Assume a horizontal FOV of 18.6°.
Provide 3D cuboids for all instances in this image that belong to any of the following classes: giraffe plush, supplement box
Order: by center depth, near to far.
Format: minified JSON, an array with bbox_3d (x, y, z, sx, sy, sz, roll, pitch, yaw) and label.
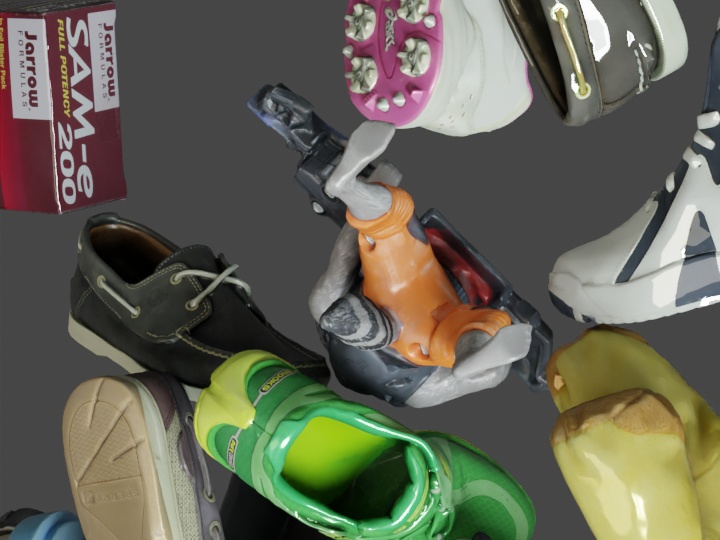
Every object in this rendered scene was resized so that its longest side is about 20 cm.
[{"bbox_3d":[0.186,0.092,0.919,0.162,0.201,0.173,-28,126,12],"label":"giraffe plush"},{"bbox_3d":[-0.224,-0.094,1.207,0.199,0.061,0.110,5,105,33],"label":"supplement box"}]

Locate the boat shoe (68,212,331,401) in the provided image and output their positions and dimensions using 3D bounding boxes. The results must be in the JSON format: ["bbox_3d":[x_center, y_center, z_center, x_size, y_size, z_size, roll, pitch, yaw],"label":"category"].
[{"bbox_3d":[-0.085,0.023,1.113,0.200,0.071,0.068,24,110,49],"label":"boat shoe"}]

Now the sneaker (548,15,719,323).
[{"bbox_3d":[0.159,-0.055,0.941,0.198,0.079,0.130,-15,88,41],"label":"sneaker"}]

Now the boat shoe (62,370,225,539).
[{"bbox_3d":[-0.090,0.145,1.045,0.072,0.065,0.201,-10,93,40],"label":"boat shoe"}]

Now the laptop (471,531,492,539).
[{"bbox_3d":[0.060,0.254,0.967,0.200,0.103,0.178,42,121,22],"label":"laptop"}]

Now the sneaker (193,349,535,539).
[{"bbox_3d":[0.009,0.104,1.018,0.074,0.199,0.084,-60,37,5],"label":"sneaker"}]

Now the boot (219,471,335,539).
[{"bbox_3d":[-0.074,0.142,1.155,0.164,0.066,0.201,29,123,13],"label":"boot"}]

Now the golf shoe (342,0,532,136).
[{"bbox_3d":[0.046,-0.157,1.001,0.075,0.091,0.201,1,81,50],"label":"golf shoe"}]

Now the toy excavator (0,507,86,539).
[{"bbox_3d":[-0.100,0.208,1.114,0.199,0.100,0.196,-13,103,21],"label":"toy excavator"}]

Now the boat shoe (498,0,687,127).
[{"bbox_3d":[0.062,-0.157,0.919,0.202,0.060,0.072,58,166,-7],"label":"boat shoe"}]

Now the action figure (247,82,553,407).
[{"bbox_3d":[0.000,0.000,1.012,0.200,0.105,0.194,43,166,8],"label":"action figure"}]
